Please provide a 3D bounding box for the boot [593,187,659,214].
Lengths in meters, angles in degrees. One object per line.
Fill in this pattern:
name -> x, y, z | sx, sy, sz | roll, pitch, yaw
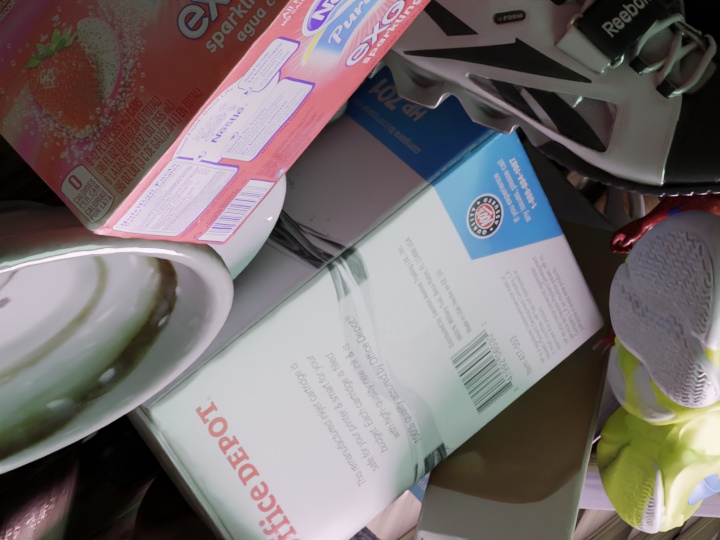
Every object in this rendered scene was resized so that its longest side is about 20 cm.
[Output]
boot -> 0.188, -0.013, 1.750 | 0.166, 0.072, 0.200 | -34, 156, -24

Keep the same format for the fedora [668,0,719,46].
fedora -> 0.134, -0.113, 1.290 | 0.177, 0.090, 0.200 | 65, 33, -34

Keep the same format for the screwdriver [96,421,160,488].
screwdriver -> -0.048, 0.038, 1.415 | 0.200, 0.028, 0.029 | -39, -167, -20

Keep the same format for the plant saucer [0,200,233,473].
plant saucer -> -0.147, 0.022, 1.061 | 0.199, 0.050, 0.200 | -21, 159, -8

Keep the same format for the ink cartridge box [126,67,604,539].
ink cartridge box -> -0.008, 0.023, 1.275 | 0.200, 0.086, 0.147 | -38, 135, -9

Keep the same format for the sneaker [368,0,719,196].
sneaker -> 0.090, -0.093, 1.153 | 0.074, 0.199, 0.089 | -49, 152, -47

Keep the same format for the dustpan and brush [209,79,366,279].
dustpan and brush -> -0.060, -0.037, 1.190 | 0.199, 0.057, 0.140 | -23, 149, -35

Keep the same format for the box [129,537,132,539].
box -> -0.163, 0.224, 1.481 | 0.200, 0.035, 0.110 | -45, -166, 0

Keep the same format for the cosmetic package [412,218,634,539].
cosmetic package -> 0.073, 0.080, 1.379 | 0.105, 0.071, 0.201 | 100, 5, -49

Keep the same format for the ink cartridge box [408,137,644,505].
ink cartridge box -> 0.090, 0.035, 1.552 | 0.200, 0.125, 0.129 | -45, 163, 3

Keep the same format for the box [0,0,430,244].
box -> -0.037, -0.112, 0.977 | 0.200, 0.095, 0.103 | -50, 162, 15

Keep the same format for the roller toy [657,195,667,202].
roller toy -> 0.213, -0.110, 1.470 | 0.182, 0.140, 0.200 | -22, 160, -34

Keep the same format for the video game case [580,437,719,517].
video game case -> 0.209, 0.062, 1.475 | 0.182, 0.022, 0.200 | -39, -167, -20

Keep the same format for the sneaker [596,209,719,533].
sneaker -> 0.166, 0.034, 1.295 | 0.105, 0.076, 0.200 | -18, 148, -20

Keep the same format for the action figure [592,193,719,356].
action figure -> 0.159, 0.005, 1.380 | 0.099, 0.066, 0.200 | -21, 160, 10

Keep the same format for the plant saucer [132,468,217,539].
plant saucer -> -0.044, 0.090, 1.412 | 0.200, 0.035, 0.200 | -37, -166, 11

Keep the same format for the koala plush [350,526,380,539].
koala plush -> -0.064, 0.222, 1.562 | 0.177, 0.185, 0.200 | -23, 173, 34
